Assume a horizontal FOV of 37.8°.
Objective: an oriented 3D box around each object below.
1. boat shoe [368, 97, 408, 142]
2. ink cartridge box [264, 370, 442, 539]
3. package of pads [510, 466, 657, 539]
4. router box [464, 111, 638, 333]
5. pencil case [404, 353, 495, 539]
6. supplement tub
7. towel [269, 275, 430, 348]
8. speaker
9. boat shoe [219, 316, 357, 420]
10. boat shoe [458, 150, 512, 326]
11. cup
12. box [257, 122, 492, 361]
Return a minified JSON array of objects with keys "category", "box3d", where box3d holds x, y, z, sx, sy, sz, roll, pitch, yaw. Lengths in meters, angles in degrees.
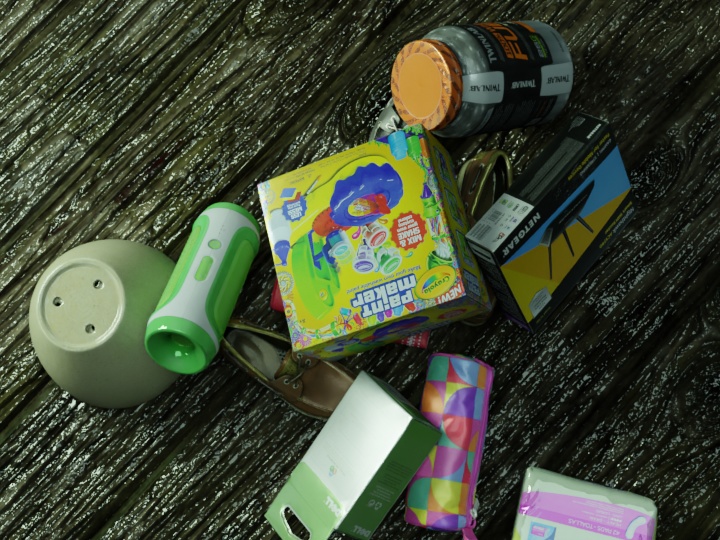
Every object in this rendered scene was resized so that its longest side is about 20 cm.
[{"category":"boat shoe","box3d":[0.068,-0.203,1.269,0.066,0.057,0.201,34,83,9]},{"category":"ink cartridge box","box3d":[-0.010,0.224,1.158,0.201,0.059,0.104,-55,43,3]},{"category":"package of pads","box3d":[0.235,0.332,1.147,0.152,0.068,0.203,13,81,8]},{"category":"router box","box3d":[0.218,-0.053,1.172,0.200,0.150,0.051,-47,45,-13]},{"category":"pencil case","box3d":[0.104,0.195,1.176,0.087,0.088,0.203,6,80,5]},{"category":"supplement tub","box3d":[0.137,-0.216,1.189,0.198,0.122,0.124,-15,75,-40]},{"category":"towel","box3d":[0.000,0.000,1.252,0.197,0.022,0.147,14,81,6]},{"category":"speaker","box3d":[-0.175,0.016,1.186,0.087,0.089,0.202,11,47,6]},{"category":"boat shoe","box3d":[-0.081,0.117,1.210,0.198,0.068,0.073,23,81,8]},{"category":"boat shoe","box3d":[0.138,-0.040,1.211,0.071,0.068,0.204,6,80,-19]},{"category":"cup","box3d":[-0.297,0.050,1.201,0.197,0.143,0.204,-1,78,4]},{"category":"box","box3d":[0.016,-0.025,1.153,0.197,0.122,0.196,-19,75,16]}]
